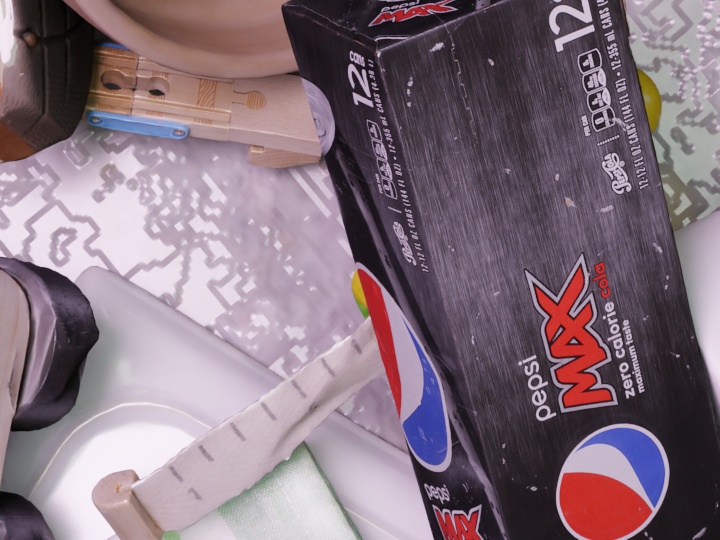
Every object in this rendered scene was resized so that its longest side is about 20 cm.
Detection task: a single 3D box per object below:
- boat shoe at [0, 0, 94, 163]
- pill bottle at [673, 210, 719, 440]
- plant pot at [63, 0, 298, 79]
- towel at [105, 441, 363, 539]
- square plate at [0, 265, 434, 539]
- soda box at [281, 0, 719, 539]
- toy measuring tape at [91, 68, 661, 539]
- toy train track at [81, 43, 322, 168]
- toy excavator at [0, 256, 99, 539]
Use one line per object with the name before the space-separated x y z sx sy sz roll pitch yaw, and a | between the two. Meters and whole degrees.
boat shoe | -0.130 -0.121 0.745 0.074 0.076 0.200 -19 70 10
pill bottle | 0.185 -0.003 0.721 0.200 0.114 0.114 -24 87 -1
plant pot | -0.034 -0.161 0.718 0.093 0.201 0.201 35 86 39
towel | -0.065 0.160 0.727 0.200 0.023 0.153 -31 86 -2
square plate | -0.045 0.131 0.755 0.200 0.028 0.198 31 86 2
soda box | 0.044 0.015 0.683 0.071 0.063 0.200 -23 113 -16
toy measuring tape | 0.000 0.000 0.738 0.200 0.074 0.074 -36 87 -8
toy train track | -0.110 -0.052 0.761 0.200 0.033 0.115 7 57 -6
toy excavator | -0.191 0.069 0.713 0.200 0.100 0.195 11 90 27
